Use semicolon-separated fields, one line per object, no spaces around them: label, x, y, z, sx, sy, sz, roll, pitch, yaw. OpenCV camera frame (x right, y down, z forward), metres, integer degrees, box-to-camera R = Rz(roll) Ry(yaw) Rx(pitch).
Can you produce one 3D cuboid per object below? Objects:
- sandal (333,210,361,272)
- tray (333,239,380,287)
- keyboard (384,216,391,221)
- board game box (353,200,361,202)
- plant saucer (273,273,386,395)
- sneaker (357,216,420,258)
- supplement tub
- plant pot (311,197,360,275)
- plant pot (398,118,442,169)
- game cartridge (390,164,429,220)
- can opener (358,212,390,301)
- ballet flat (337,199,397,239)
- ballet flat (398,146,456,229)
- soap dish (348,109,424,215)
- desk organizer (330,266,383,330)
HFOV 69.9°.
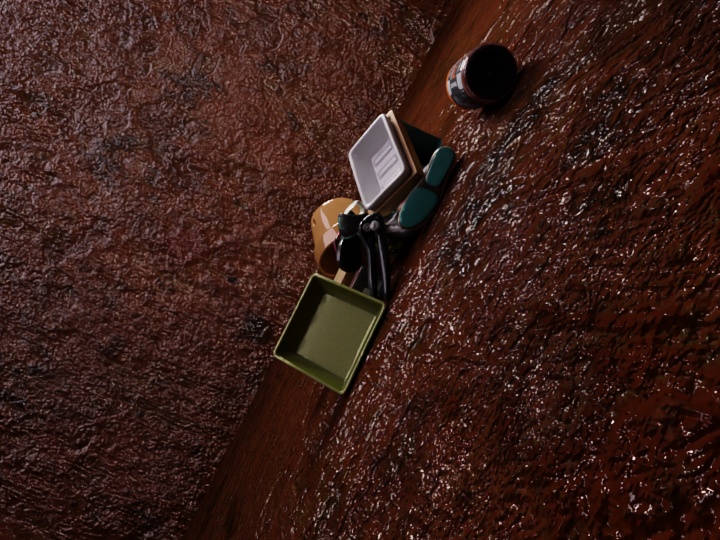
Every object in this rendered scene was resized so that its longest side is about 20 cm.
sandal;-0.033;-0.063;1.221;0.045;0.075;0.201;-27;36;26
tray;0.000;0.000;1.272;0.037;0.098;0.201;2;62;48
keyboard;0.065;-0.146;1.411;0.056;0.011;0.200;-20;-2;1
board game box;-0.025;-0.151;1.735;0.200;0.061;0.201;-55;-31;-53
plant saucer;-0.059;0.131;1.083;0.201;0.199;0.048;-64;-31;-8
sneaker;0.075;-0.072;1.178;0.074;0.085;0.199;-29;12;-29
supplement tub;0.231;-0.379;1.030;0.108;0.106;0.200;-61;8;8
plant pot;-0.047;-0.101;1.402;0.200;0.199;0.141;-55;52;42
plant pot;0.103;-0.259;1.363;0.201;0.140;0.142;117;175;-48
game cartridge;0.119;-0.147;1.238;0.200;0.041;0.134;-56;15;41
can opener;0.037;-0.030;1.095;0.079;0.063;0.202;54;-156;-63
ballet flat;0.019;-0.139;1.210;0.068;0.069;0.200;-15;12;43
ballet flat;0.146;-0.164;1.081;0.201;0.067;0.062;-58;-15;-4
soap dish;0.060;-0.237;1.167;0.157;0.081;0.201;-43;49;35
desk organizer;-0.016;0.099;1.164;0.201;0.071;0.077;-64;6;-8
